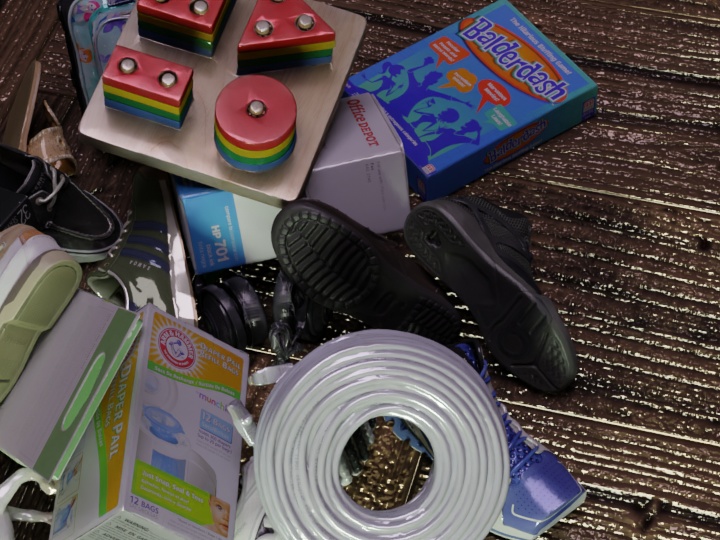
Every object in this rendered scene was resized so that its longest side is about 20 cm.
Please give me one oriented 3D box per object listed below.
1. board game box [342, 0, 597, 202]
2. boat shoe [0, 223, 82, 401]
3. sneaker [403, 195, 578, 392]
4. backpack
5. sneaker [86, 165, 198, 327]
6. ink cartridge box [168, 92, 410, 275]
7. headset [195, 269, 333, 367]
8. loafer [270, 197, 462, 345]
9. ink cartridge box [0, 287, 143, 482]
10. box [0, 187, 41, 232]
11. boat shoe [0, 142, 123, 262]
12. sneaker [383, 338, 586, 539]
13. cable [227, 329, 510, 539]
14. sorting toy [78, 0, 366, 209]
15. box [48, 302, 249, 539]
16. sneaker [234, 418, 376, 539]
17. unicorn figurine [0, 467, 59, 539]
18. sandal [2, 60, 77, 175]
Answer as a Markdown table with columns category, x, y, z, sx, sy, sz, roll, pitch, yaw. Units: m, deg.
| category | x | y | z | sx | sy | sz | roll | pitch | yaw |
| --- | --- | --- | --- | --- | --- | --- | --- | --- | --- |
| board game box | 0.103 | -0.165 | 1.806 | 0.200 | 0.045 | 0.152 | -29 | 55 | -19 |
| boat shoe | -0.308 | 0.053 | 1.517 | 0.068 | 0.075 | 0.200 | 41 | 91 | 29 |
| sneaker | 0.134 | 0.011 | 1.642 | 0.199 | 0.076 | 0.114 | 49 | 34 | 12 |
| backpack | -0.169 | -0.208 | 1.767 | 0.200 | 0.178 | 0.151 | -14 | 33 | -12 |
| sneaker | -0.202 | -0.009 | 1.685 | 0.090 | 0.067 | 0.200 | -10 | 58 | -8 |
| ink cartridge box | -0.067 | -0.081 | 1.696 | 0.200 | 0.086 | 0.146 | -11 | 27 | -7 |
| headset | -0.080 | 0.024 | 1.638 | 0.123 | 0.094 | 0.200 | -10 | 40 | -4 |
| loafer | 0.000 | 0.000 | 1.622 | 0.073 | 0.200 | 0.071 | -43 | 29 | 17 |
| ink cartridge box | -0.220 | 0.092 | 1.472 | 0.146 | 0.048 | 0.200 | -63 | 27 | -7 |
| box | -0.369 | 0.034 | 1.610 | 0.124 | 0.149 | 0.200 | 18 | 56 | 24 |
| boat shoe | -0.298 | -0.067 | 1.688 | 0.200 | 0.064 | 0.071 | 24 | 62 | -22 |
| sneaker | 0.089 | 0.125 | 1.533 | 0.081 | 0.115 | 0.199 | -37 | 58 | -22 |
| cable | 0.018 | 0.145 | 1.456 | 0.200 | 0.069 | 0.200 | -22 | 93 | -5 |
| sorting toy | -0.115 | -0.178 | 1.618 | 0.199 | 0.070 | 0.200 | 18 | 63 | 4 |
| box | -0.167 | 0.145 | 1.514 | 0.101 | 0.112 | 0.200 | -34 | 39 | 36 |
| sneaker | -0.053 | 0.162 | 1.545 | 0.081 | 0.075 | 0.200 | 17 | 54 | 27 |
| unicorn figurine | -0.293 | 0.214 | 1.514 | 0.137 | 0.074 | 0.200 | -8 | 49 | -8 |
| sandal | -0.303 | -0.094 | 1.779 | 0.070 | 0.078 | 0.212 | 20 | 57 | -20 |
